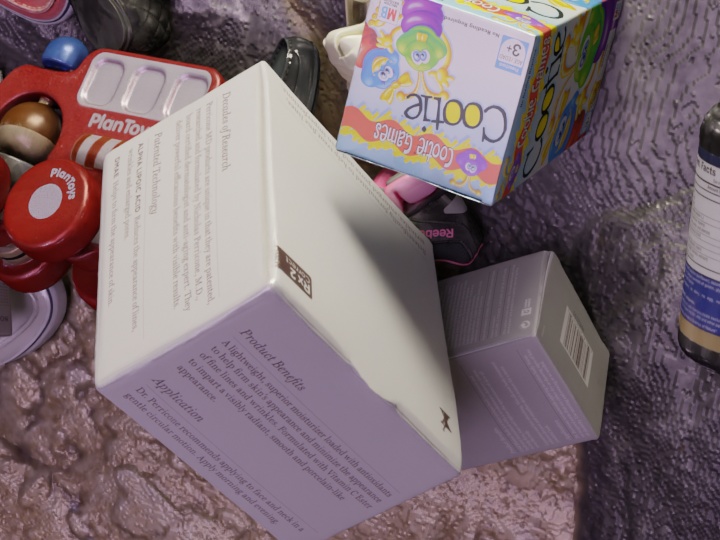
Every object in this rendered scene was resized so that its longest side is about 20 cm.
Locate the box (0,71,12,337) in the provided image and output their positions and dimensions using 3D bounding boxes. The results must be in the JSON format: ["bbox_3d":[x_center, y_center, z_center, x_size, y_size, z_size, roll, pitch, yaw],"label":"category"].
[{"bbox_3d":[-0.328,-0.043,1.393,0.143,0.036,0.202,-6,82,27],"label":"box"}]

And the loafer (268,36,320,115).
[{"bbox_3d":[-0.085,-0.068,1.274,0.070,0.068,0.202,21,97,-16],"label":"loafer"}]

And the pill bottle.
[{"bbox_3d":[0.257,-0.041,1.133,0.111,0.112,0.202,11,109,20],"label":"pill bottle"}]

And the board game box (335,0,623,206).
[{"bbox_3d":[0.077,-0.125,1.136,0.104,0.200,0.104,20,112,16],"label":"board game box"}]

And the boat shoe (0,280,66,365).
[{"bbox_3d":[-0.314,0.051,1.432,0.199,0.066,0.073,-19,97,27],"label":"boat shoe"}]

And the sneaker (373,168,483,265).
[{"bbox_3d":[0.000,0.000,1.286,0.199,0.079,0.096,-31,107,30],"label":"sneaker"}]

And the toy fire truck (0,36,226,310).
[{"bbox_3d":[-0.194,-0.074,1.258,0.199,0.112,0.169,14,71,31],"label":"toy fire truck"}]

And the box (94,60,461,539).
[{"bbox_3d":[-0.049,0.024,1.129,0.130,0.201,0.199,-27,131,21],"label":"box"}]

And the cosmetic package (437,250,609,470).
[{"bbox_3d":[0.055,0.072,1.251,0.198,0.091,0.107,-13,129,27],"label":"cosmetic package"}]

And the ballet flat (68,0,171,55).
[{"bbox_3d":[-0.193,-0.241,1.313,0.066,0.057,0.202,-21,90,34],"label":"ballet flat"}]

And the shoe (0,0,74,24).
[{"bbox_3d":[-0.291,-0.241,1.324,0.200,0.091,0.072,41,117,8],"label":"shoe"}]

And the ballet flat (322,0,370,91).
[{"bbox_3d":[0.002,-0.173,1.228,0.069,0.069,0.202,-1,99,24],"label":"ballet flat"}]
